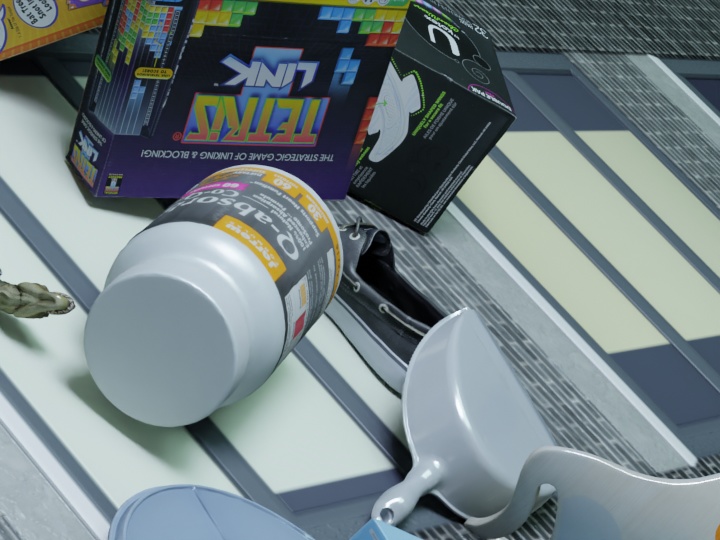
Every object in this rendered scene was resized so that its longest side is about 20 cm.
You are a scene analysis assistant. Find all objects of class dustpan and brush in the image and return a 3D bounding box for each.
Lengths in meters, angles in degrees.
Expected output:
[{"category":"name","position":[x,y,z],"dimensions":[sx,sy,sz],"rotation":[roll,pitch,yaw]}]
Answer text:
[{"category":"dustpan and brush","position":[0.058,0.118,1.669],"dimensions":[0.140,0.057,0.200],"rotation":[59,23,-4]}]

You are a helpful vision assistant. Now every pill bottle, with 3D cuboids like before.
[{"category":"pill bottle","position":[-0.088,0.015,1.576],"dimensions":[0.116,0.117,0.200],"rotation":[38,23,1]}]

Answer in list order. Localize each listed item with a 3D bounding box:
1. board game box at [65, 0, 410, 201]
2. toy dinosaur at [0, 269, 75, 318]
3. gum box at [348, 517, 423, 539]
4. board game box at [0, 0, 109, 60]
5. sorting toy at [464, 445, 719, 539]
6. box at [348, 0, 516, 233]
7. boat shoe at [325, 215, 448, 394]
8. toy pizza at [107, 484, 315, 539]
[{"category":"board game box","position":[-0.080,-0.130,1.733],"dimensions":[0.199,0.166,0.057],"rotation":[-1,31,-34]},{"category":"toy dinosaur","position":[-0.259,-0.021,1.494],"dimensions":[0.200,0.048,0.088],"rotation":[37,9,1]},{"category":"gum box","position":[0.087,0.236,1.460],"dimensions":[0.200,0.045,0.170],"rotation":[30,21,-47]},{"category":"board game box","position":[-0.224,-0.289,1.736],"dimensions":[0.200,0.199,0.200],"rotation":[-111,-178,-51]},{"category":"sorting toy","position":[0.159,0.177,1.594],"dimensions":[0.180,0.200,0.107],"rotation":[30,55,-4]},{"category":"box","position":[-0.004,-0.150,1.987],"dimensions":[0.200,0.124,0.149],"rotation":[28,25,-23]},{"category":"boat shoe","position":[0.000,0.000,1.788],"dimensions":[0.070,0.066,0.200],"rotation":[2,42,-53]},{"category":"toy pizza","position":[-0.055,0.194,1.401],"dimensions":[0.200,0.032,0.200],"rotation":[32,24,-16]}]
